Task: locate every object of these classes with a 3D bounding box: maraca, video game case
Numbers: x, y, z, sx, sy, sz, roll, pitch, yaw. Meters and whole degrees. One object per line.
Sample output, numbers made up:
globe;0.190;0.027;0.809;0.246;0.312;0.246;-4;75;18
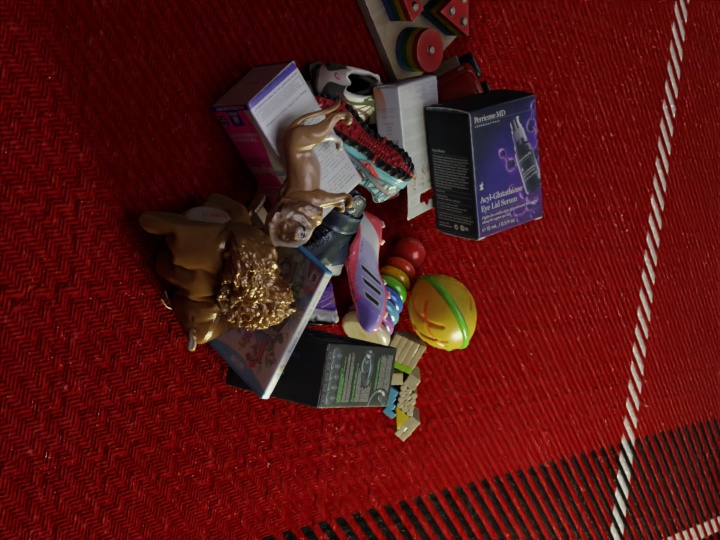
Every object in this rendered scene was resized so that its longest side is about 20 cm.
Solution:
maraca;0.132;0.073;1.912;0.106;0.200;0.138;-29;82;-13
video game case;-0.128;0.052;1.588;0.018;0.143;0.202;10;112;-49

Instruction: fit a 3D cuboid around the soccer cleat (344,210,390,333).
soccer cleat;0.000;0.000;1.796;0.076;0.066;0.203;14;63;-30

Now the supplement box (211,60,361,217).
supplement box;-0.102;-0.178;1.618;0.103;0.101;0.201;-46;119;-25

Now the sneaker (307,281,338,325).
sneaker;-0.109;0.036;1.723;0.199;0.080;0.085;11;74;-56

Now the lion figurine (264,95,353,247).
lion figurine;-0.074;-0.133;1.547;0.121;0.072;0.204;-3;89;-20

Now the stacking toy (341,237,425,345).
stacking toy;0.047;0.026;1.885;0.086;0.084;0.201;55;53;-40

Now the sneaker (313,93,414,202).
sneaker;-0.022;-0.171;1.691;0.199;0.096;0.079;40;43;0

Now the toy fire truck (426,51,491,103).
toy fire truck;0.172;-0.224;1.888;0.177;0.127;0.202;54;16;-40

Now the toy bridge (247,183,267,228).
toy bridge;-0.108;-0.152;1.701;0.201;0.027;0.068;-54;131;-26

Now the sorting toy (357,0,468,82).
sorting toy;0.102;-0.422;1.849;0.200;0.069;0.200;-50;131;-30

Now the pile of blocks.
pile of blocks;0.065;0.186;1.961;0.062;0.081;0.203;-92;-176;-67

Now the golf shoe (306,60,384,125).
golf shoe;0.003;-0.266;1.756;0.199;0.087;0.079;6;87;-50

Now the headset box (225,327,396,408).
headset box;-0.074;0.137;1.674;0.199;0.172;0.094;10;91;-58

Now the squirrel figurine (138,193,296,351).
squirrel figurine;-0.187;0.020;1.528;0.141;0.198;0.189;-27;131;-52

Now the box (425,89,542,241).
box;0.193;-0.167;1.790;0.147;0.104;0.203;-20;112;-33

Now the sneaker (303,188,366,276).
sneaker;-0.070;-0.064;1.693;0.201;0.077;0.148;-9;129;-59

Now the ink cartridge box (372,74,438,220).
ink cartridge box;0.078;-0.193;1.782;0.162;0.049;0.203;-29;119;-61
